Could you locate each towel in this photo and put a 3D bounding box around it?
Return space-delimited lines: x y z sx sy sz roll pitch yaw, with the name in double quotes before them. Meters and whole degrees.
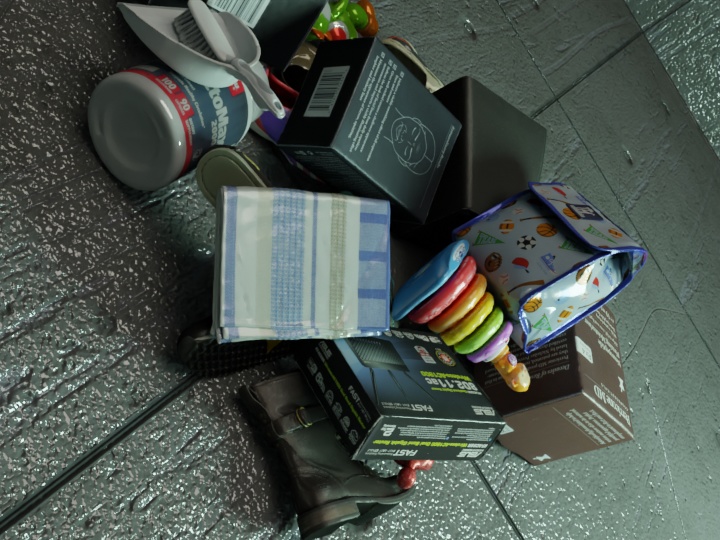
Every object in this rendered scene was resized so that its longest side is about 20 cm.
"towel" -0.055 -0.005 0.820 0.197 0.024 0.150 1 89 -32

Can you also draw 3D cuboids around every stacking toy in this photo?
"stacking toy" 0.144 0.073 1.021 0.201 0.109 0.116 48 34 -3

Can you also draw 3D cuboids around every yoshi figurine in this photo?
"yoshi figurine" -0.063 -0.375 1.172 0.199 0.110 0.115 -10 115 -60

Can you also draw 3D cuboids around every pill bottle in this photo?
"pill bottle" -0.186 -0.177 0.893 0.120 0.119 0.200 53 37 -7

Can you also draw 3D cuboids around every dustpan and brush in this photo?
"dustpan and brush" -0.138 -0.213 0.822 0.138 0.057 0.202 -14 65 -48

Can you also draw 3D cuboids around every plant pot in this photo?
"plant pot" 0.143 -0.129 1.197 0.198 0.198 0.181 22 60 -39

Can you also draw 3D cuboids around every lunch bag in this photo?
"lunch bag" 0.245 -0.022 1.073 0.171 0.197 0.125 53 -15 43

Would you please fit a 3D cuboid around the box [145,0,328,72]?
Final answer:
"box" -0.169 -0.370 0.986 0.198 0.125 0.198 17 31 -42

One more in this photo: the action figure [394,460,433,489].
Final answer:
"action figure" 0.052 0.180 0.943 0.065 0.052 0.201 39 18 -13

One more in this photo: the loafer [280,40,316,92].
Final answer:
"loafer" -0.041 -0.229 1.140 0.199 0.076 0.068 41 41 -8

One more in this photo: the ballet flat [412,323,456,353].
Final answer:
"ballet flat" 0.107 0.094 1.101 0.199 0.070 0.067 -32 108 -49

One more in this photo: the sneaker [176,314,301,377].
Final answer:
"sneaker" -0.124 0.050 0.868 0.198 0.070 0.091 -6 55 -51

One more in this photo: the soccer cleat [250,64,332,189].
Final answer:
"soccer cleat" -0.076 -0.180 1.061 0.199 0.073 0.069 39 41 -25

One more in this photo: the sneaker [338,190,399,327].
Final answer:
"sneaker" 0.000 0.000 1.044 0.091 0.076 0.204 14 62 -56

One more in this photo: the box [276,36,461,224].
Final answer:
"box" 0.016 -0.173 1.045 0.199 0.106 0.151 34 73 -42

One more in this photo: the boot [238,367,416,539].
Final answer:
"boot" -0.030 0.183 0.882 0.198 0.069 0.176 8 52 -55

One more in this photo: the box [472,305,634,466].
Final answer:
"box" 0.265 0.136 1.157 0.165 0.162 0.203 37 42 -39

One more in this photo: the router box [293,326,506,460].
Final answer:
"router box" 0.043 0.129 0.890 0.197 0.063 0.150 11 31 -41

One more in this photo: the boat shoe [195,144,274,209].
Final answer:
"boat shoe" -0.096 -0.044 0.857 0.203 0.071 0.061 57 6 -18

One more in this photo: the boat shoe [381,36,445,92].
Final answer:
"boat shoe" 0.100 -0.297 1.341 0.201 0.071 0.062 53 22 1
